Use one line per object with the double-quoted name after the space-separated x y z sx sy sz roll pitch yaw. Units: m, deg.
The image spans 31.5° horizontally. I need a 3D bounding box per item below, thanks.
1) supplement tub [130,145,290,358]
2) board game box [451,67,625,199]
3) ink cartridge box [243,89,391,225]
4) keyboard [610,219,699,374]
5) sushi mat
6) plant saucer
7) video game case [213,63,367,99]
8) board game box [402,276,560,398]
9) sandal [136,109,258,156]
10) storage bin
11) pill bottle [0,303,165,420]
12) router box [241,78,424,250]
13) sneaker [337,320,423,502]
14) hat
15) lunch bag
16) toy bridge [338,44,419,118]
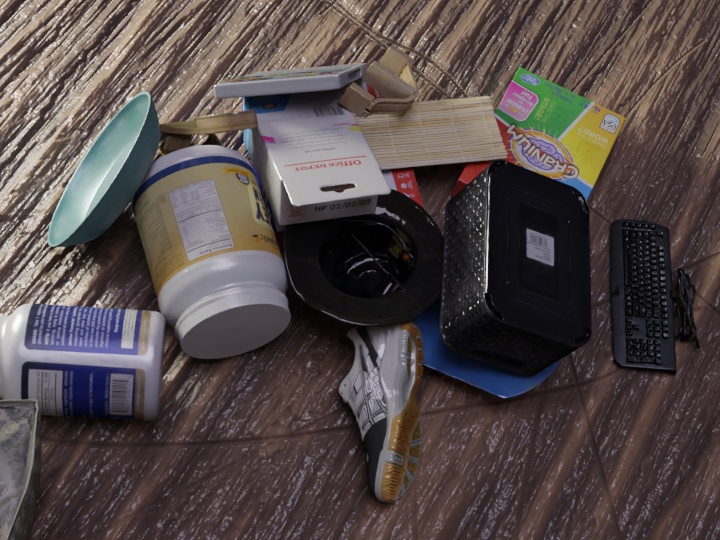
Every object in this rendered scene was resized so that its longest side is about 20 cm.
-0.161 -0.019 1.392 0.144 0.144 0.200 -12 65 -16 "supplement tub"
0.222 -0.141 1.581 0.153 0.040 0.200 26 61 5 "board game box"
-0.051 -0.117 1.414 0.115 0.068 0.200 -8 44 -17 "ink cartridge box"
0.351 0.024 1.514 0.104 0.040 0.200 7 62 -5 "keyboard"
0.074 -0.165 1.531 0.200 0.012 0.096 -6 63 -17 "sushi mat"
-0.276 -0.104 1.409 0.036 0.200 0.200 33 57 -23 "plant saucer"
-0.076 -0.222 1.488 0.143 0.200 0.018 -3 102 10 "video game case"
0.136 0.065 1.457 0.200 0.039 0.158 22 62 11 "board game box"
-0.189 -0.138 1.455 0.078 0.212 0.070 -13 98 -40 "sandal"
0.170 -0.003 1.392 0.135 0.094 0.200 18 58 -22 "storage bin"
-0.306 0.093 1.323 0.200 0.116 0.116 5 61 -7 "pill bottle"
-0.036 -0.130 1.527 0.179 0.049 0.200 -9 64 -14 "router box"
0.017 0.151 1.381 0.087 0.076 0.200 -4 68 22 "sneaker"
0.000 0.000 1.424 0.200 0.081 0.201 9 53 -12 "hat"
-0.368 0.239 1.204 0.117 0.164 0.200 7 60 -12 "lunch bag"
0.035 -0.219 1.518 0.067 0.027 0.200 35 29 0 "toy bridge"
